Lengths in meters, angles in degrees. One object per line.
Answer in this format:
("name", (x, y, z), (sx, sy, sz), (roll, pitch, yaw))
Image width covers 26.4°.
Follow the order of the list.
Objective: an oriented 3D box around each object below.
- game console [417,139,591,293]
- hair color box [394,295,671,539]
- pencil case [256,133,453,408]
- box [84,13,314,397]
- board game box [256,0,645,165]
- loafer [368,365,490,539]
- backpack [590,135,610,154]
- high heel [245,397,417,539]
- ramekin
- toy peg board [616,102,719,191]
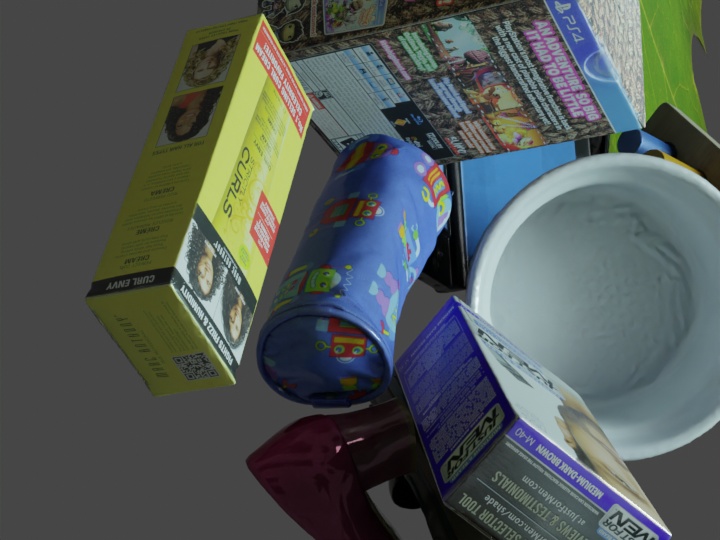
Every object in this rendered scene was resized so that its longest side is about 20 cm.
("game console", (0.092, -0.093, 1.120), (0.176, 0.116, 0.201), (29, 54, -63))
("hair color box", (0.088, 0.095, 0.849), (0.109, 0.065, 0.200), (38, 11, -15))
("pencil case", (0.000, 0.000, 0.908), (0.200, 0.078, 0.087), (-68, 150, -52))
("box", (-0.076, -0.037, 0.771), (0.200, 0.050, 0.075), (-77, 149, -44))
("board game box", (0.058, -0.148, 0.946), (0.159, 0.199, 0.097), (46, 41, -56))
("loafer", (0.040, 0.127, 0.913), (0.072, 0.063, 0.200), (43, 4, -37))
("backpack", (0.150, -0.180, 1.293), (0.163, 0.153, 0.201), (-15, 118, -66))
("high heel", (-0.015, 0.165, 0.875), (0.067, 0.096, 0.201), (-139, -142, -56))
("ramekin", (0.164, 0.021, 1.037), (0.098, 0.200, 0.201), (-138, -143, -84))
("toy peg board", (0.213, -0.013, 1.186), (0.098, 0.200, 0.199), (20, 23, -41))
